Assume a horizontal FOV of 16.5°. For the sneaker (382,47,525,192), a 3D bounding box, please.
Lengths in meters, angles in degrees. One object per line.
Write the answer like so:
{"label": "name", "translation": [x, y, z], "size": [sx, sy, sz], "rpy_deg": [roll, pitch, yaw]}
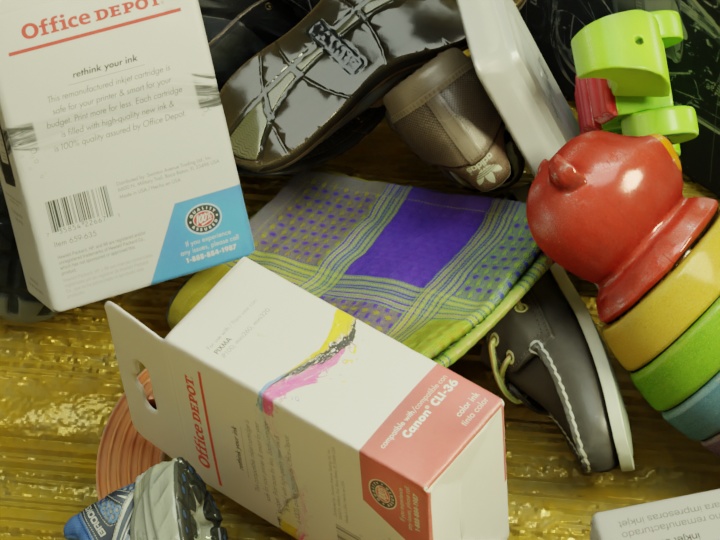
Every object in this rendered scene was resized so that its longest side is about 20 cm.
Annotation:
{"label": "sneaker", "translation": [0.057, -0.073, 1.362], "size": [0.070, 0.200, 0.076], "rpy_deg": [-34, 87, 11]}

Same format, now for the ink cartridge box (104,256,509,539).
{"label": "ink cartridge box", "translation": [-0.026, 0.073, 1.222], "size": [0.199, 0.117, 0.068], "rpy_deg": [29, 57, 25]}

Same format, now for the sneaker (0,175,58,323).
{"label": "sneaker", "translation": [-0.173, -0.072, 1.373], "size": [0.075, 0.201, 0.079], "rpy_deg": [7, 5, -20]}

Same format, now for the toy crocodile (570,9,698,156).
{"label": "toy crocodile", "translation": [0.138, -0.093, 1.314], "size": [0.061, 0.200, 0.068], "rpy_deg": [-8, 84, 0]}

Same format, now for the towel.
{"label": "towel", "translation": [0.000, 0.000, 1.311], "size": [0.199, 0.023, 0.144], "rpy_deg": [14, 47, 45]}

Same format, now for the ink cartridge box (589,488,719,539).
{"label": "ink cartridge box", "translation": [0.198, 0.200, 1.140], "size": [0.144, 0.084, 0.201], "rpy_deg": [-10, 49, -5]}

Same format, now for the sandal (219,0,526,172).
{"label": "sandal", "translation": [0.006, -0.117, 1.382], "size": [0.200, 0.055, 0.082], "rpy_deg": [-40, 68, -10]}

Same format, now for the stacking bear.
{"label": "stacking bear", "translation": [0.168, 0.010, 1.239], "size": [0.200, 0.121, 0.114], "rpy_deg": [44, 95, 0]}

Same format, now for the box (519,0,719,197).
{"label": "box", "translation": [0.181, -0.173, 1.392], "size": [0.104, 0.201, 0.182], "rpy_deg": [-37, 55, -27]}

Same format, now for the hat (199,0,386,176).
{"label": "hat", "translation": [-0.070, -0.125, 1.449], "size": [0.199, 0.081, 0.202], "rpy_deg": [2, 64, -4]}

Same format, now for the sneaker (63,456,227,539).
{"label": "sneaker", "translation": [-0.104, 0.192, 1.186], "size": [0.085, 0.077, 0.201], "rpy_deg": [-18, 54, 16]}

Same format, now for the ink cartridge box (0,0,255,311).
{"label": "ink cartridge box", "translation": [-0.137, -0.093, 1.305], "size": [0.115, 0.201, 0.067], "rpy_deg": [-16, 14, -16]}

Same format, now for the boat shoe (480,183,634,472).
{"label": "boat shoe", "translation": [0.091, 0.036, 1.305], "size": [0.060, 0.072, 0.202], "rpy_deg": [-16, 42, -3]}

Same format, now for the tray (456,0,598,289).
{"label": "tray", "translation": [0.095, -0.084, 1.324], "size": [0.022, 0.200, 0.108], "rpy_deg": [-22, 47, 11]}

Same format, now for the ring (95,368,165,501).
{"label": "ring", "translation": [-0.037, 0.101, 1.289], "size": [0.199, 0.019, 0.201], "rpy_deg": [-3, 49, 3]}
